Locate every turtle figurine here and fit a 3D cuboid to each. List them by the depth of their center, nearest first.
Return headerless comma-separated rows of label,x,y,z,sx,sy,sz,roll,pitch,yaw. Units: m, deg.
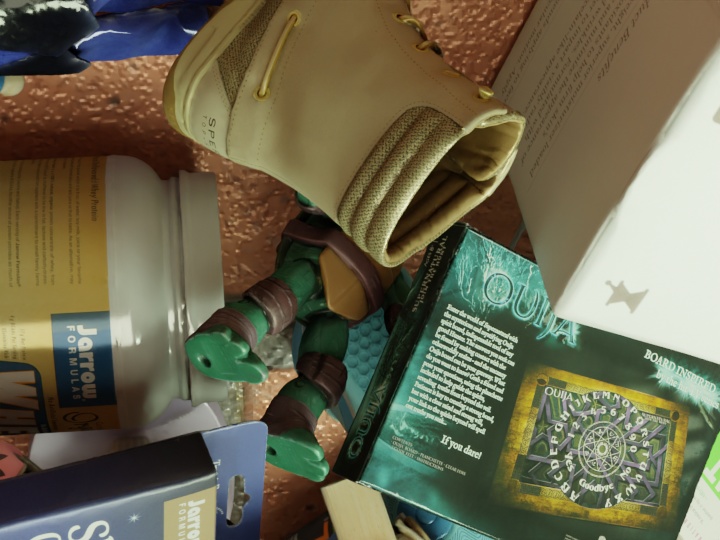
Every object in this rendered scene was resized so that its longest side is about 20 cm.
turtle figurine,0.000,0.000,0.897,0.150,0.200,0.101,46,148,-14

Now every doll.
doll,-0.154,-0.122,0.852,0.200,0.049,0.137,-10,155,-17

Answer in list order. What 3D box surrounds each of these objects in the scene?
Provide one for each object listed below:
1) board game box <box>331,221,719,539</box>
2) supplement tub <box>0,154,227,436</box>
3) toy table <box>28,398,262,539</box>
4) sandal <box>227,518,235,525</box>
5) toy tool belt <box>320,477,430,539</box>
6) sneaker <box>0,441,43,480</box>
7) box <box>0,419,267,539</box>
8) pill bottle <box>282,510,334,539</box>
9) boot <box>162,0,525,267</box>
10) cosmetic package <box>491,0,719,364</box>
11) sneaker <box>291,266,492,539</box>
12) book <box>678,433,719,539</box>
board game box,0.095,0.075,0.889,0.200,0.028,0.135,27,83,-30
supplement tub,-0.172,0.014,0.927,0.200,0.145,0.145,-3,127,-5
toy table,-0.135,0.156,1.058,0.184,0.117,0.200,-11,126,0
sandal,-0.061,0.207,0.989,0.055,0.082,0.200,-24,128,28
toy tool belt,-0.037,0.198,0.887,0.200,0.125,0.123,-42,110,2
sneaker,-0.162,0.149,0.904,0.082,0.070,0.200,6,151,31
box,-0.136,0.139,0.840,0.200,0.032,0.121,-13,137,-19
pill bottle,-0.004,0.204,1.118,0.200,0.106,0.106,-36,123,17
boot,0.023,-0.110,0.823,0.200,0.155,0.073,-49,149,-12
cosmetic package,0.182,-0.075,0.876,0.165,0.200,0.165,16,123,-19
sneaker,0.022,0.089,1.004,0.079,0.131,0.200,-19,86,-12
book,0.224,0.057,1.008,0.200,0.048,0.134,-48,125,-8
